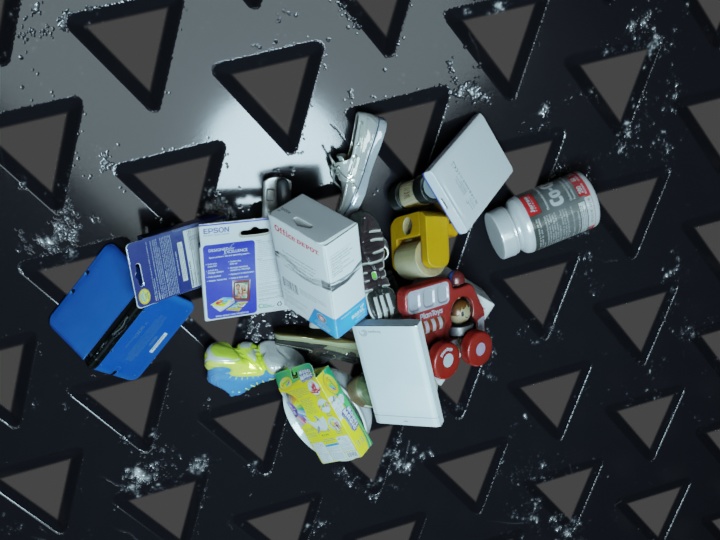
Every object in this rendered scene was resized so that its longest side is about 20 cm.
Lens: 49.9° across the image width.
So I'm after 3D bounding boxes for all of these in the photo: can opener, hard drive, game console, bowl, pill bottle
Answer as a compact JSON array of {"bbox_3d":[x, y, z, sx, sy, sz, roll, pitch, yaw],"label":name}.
[{"bbox_3d":[-0.156,-0.073,1.428,0.052,0.067,0.204,1,109,-12],"label":"can opener"},{"bbox_3d":[0.066,0.182,1.367,0.130,0.027,0.203,-2,113,30],"label":"hard drive"},{"bbox_3d":[-0.445,0.081,1.450,0.201,0.118,0.170,-49,142,8],"label":"game console"},{"bbox_3d":[-0.050,0.267,1.533,0.198,0.090,0.204,16,123,27],"label":"bowl"},{"bbox_3d":[0.348,-0.104,1.494,0.197,0.114,0.115,-22,112,-4],"label":"pill bottle"},{"bbox_3d":[0.200,-0.179,1.417,0.133,0.025,0.200,55,51,-19],"label":"hard drive"}]

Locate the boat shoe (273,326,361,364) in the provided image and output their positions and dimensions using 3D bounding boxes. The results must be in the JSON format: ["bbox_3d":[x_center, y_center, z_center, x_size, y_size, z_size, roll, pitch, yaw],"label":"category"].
[{"bbox_3d":[-0.076,0.153,1.520,0.197,0.072,0.067,6,103,-18],"label":"boat shoe"}]

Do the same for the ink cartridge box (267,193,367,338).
[{"bbox_3d":[-0.071,-0.008,1.326,0.083,0.144,0.202,-34,136,-31],"label":"ink cartridge box"}]

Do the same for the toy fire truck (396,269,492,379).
[{"bbox_3d":[0.152,0.091,1.412,0.198,0.111,0.171,-15,109,-34],"label":"toy fire truck"}]

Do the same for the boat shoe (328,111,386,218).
[{"bbox_3d":[-0.023,-0.192,1.411,0.085,0.075,0.205,17,102,-17],"label":"boat shoe"}]

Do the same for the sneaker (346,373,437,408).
[{"bbox_3d":[0.069,0.220,1.479,0.089,0.068,0.199,-29,151,34],"label":"sneaker"}]

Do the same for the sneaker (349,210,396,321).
[{"bbox_3d":[0.000,0.000,1.416,0.074,0.115,0.204,-9,84,-22],"label":"sneaker"}]

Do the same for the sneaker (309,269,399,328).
[{"bbox_3d":[-0.012,0.052,1.507,0.197,0.071,0.101,-14,90,9],"label":"sneaker"}]

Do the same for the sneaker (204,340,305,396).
[{"bbox_3d":[-0.211,0.194,1.518,0.196,0.076,0.106,9,125,-15],"label":"sneaker"}]

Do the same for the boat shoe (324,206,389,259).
[{"bbox_3d":[-0.035,-0.063,1.455,0.197,0.070,0.072,21,104,-18],"label":"boat shoe"}]

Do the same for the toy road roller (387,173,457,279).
[{"bbox_3d":[0.142,-0.085,1.438,0.144,0.122,0.204,3,84,-28],"label":"toy road roller"}]

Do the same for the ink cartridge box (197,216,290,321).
[{"bbox_3d":[-0.193,-0.013,1.400,0.194,0.047,0.203,-7,121,-16],"label":"ink cartridge box"}]

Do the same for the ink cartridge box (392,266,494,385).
[{"bbox_3d":[0.149,0.102,1.540,0.143,0.084,0.202,29,101,-20],"label":"ink cartridge box"}]

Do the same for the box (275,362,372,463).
[{"bbox_3d":[-0.073,0.262,1.456,0.116,0.048,0.202,-21,104,42],"label":"box"}]

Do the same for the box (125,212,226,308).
[{"bbox_3d":[-0.323,-0.020,1.385,0.198,0.032,0.123,-21,116,-37],"label":"box"}]
